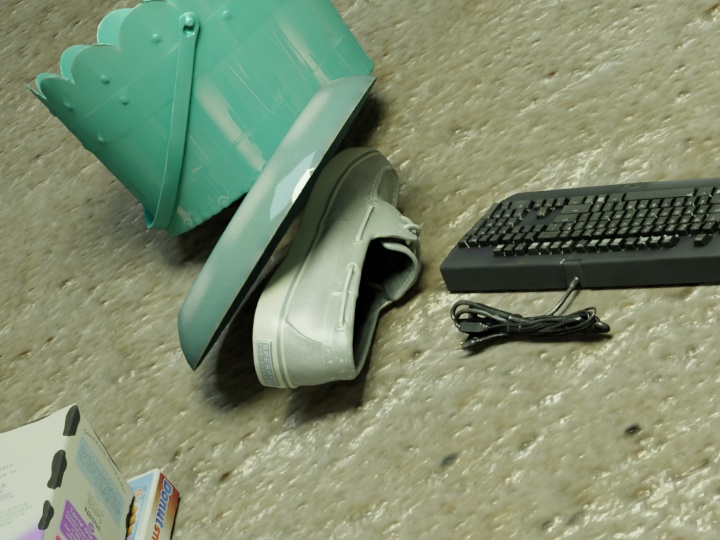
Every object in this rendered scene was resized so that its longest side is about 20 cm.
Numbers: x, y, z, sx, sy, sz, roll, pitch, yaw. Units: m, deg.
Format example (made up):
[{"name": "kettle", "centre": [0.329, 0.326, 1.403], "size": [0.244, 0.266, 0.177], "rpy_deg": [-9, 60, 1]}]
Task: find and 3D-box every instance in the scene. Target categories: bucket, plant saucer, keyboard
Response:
[{"name": "bucket", "centre": [-0.099, -0.128, 1.463], "size": [0.207, 0.135, 0.207], "rpy_deg": [-38, 10, 8]}, {"name": "plant saucer", "centre": [-0.053, -0.033, 1.313], "size": [0.201, 0.027, 0.200], "rpy_deg": [-57, 1, 1]}, {"name": "keyboard", "centre": [0.118, -0.007, 1.202], "size": [0.199, 0.021, 0.127], "rpy_deg": [-4, 41, 47]}]

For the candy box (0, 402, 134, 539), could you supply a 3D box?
[{"name": "candy box", "centre": [-0.215, 0.177, 1.165], "size": [0.167, 0.072, 0.201], "rpy_deg": [-21, 29, 17]}]

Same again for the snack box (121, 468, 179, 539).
[{"name": "snack box", "centre": [-0.193, 0.175, 1.264], "size": [0.199, 0.024, 0.072], "rpy_deg": [-25, 29, 21]}]

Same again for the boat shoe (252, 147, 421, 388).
[{"name": "boat shoe", "centre": [0.000, 0.000, 1.290], "size": [0.071, 0.070, 0.201], "rpy_deg": [4, 37, 17]}]
